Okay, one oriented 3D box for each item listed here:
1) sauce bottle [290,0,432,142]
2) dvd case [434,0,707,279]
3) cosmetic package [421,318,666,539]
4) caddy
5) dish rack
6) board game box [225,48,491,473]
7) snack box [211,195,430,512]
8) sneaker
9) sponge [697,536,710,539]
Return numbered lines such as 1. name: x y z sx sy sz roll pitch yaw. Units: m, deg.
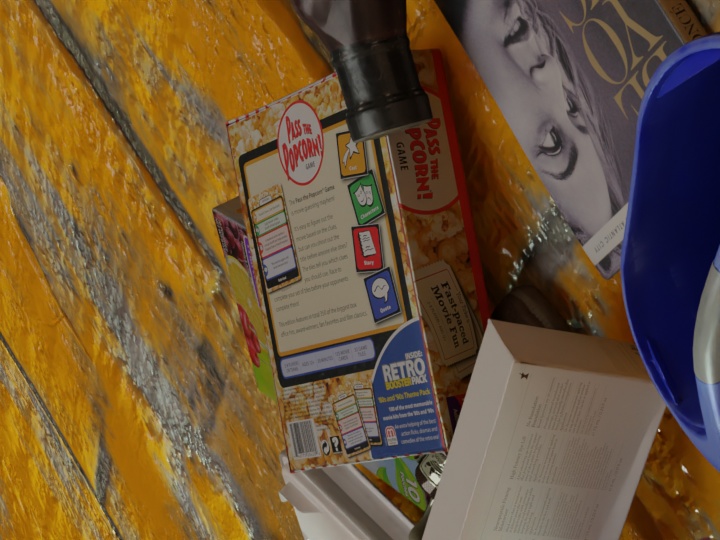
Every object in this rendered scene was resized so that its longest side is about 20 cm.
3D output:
1. sauce bottle: -0.010 -0.162 0.831 0.066 0.066 0.201 -12 96 65
2. dvd case: 0.088 -0.108 0.771 0.200 0.016 0.149 59 155 10
3. cosmetic package: 0.076 0.127 0.844 0.051 0.082 0.201 -120 42 -63
4. caddy: 0.158 -0.001 0.622 0.141 0.105 0.200 43 149 37
5. dish rack: 0.018 0.198 1.121 0.200 0.044 0.172 41 160 27
6. board game box: 0.000 0.000 0.924 0.151 0.046 0.201 -15 84 55
7. snack box: -0.009 0.041 1.070 0.200 0.053 0.143 30 140 51
8. sneaker: 0.069 0.094 0.935 0.070 0.075 0.200 48 152 32
9. sponge: 0.152 0.220 0.729 0.112 0.030 0.200 -41 74 38
